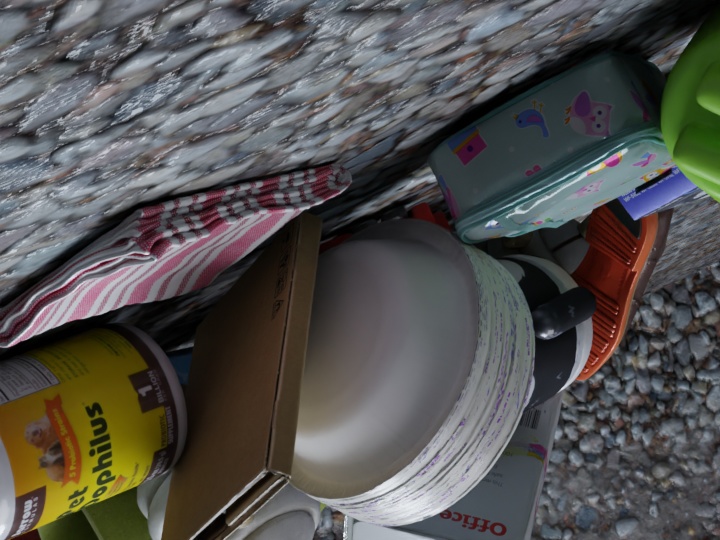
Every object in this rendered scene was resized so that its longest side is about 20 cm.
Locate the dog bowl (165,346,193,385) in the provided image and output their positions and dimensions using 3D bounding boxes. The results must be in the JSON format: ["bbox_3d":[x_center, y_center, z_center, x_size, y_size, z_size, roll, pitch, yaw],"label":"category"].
[{"bbox_3d":[-0.092,0.078,1.570,0.198,0.050,0.111,-11,-178,23],"label":"dog bowl"}]

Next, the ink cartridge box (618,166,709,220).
[{"bbox_3d":[0.268,-0.083,1.584,0.099,0.039,0.199,-31,170,38],"label":"ink cartridge box"}]

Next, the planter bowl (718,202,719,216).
[{"bbox_3d":[0.428,-0.101,1.989,0.199,0.136,0.200,-25,172,-4],"label":"planter bowl"}]

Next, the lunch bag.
[{"bbox_3d":[0.135,-0.077,1.381,0.160,0.078,0.200,-30,170,18],"label":"lunch bag"}]

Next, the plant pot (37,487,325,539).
[{"bbox_3d":[-0.130,0.189,1.601,0.199,0.188,0.187,-25,173,-23],"label":"plant pot"}]

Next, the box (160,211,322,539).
[{"bbox_3d":[-0.080,0.082,1.342,0.021,0.201,0.164,22,140,-20],"label":"box"}]

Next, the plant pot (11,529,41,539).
[{"bbox_3d":[-0.233,0.226,1.773,0.176,0.201,0.199,-40,167,30],"label":"plant pot"}]

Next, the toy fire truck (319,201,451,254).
[{"bbox_3d":[0.000,0.000,1.548,0.199,0.049,0.141,-23,173,-21],"label":"toy fire truck"}]

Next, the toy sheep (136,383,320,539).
[{"bbox_3d":[-0.095,0.160,1.457,0.137,0.201,0.138,-27,154,-15],"label":"toy sheep"}]

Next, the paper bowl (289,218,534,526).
[{"bbox_3d":[0.010,0.061,1.367,0.200,0.202,0.104,-31,139,31],"label":"paper bowl"}]

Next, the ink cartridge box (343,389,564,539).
[{"bbox_3d":[0.078,0.164,1.683,0.085,0.143,0.201,93,12,-47],"label":"ink cartridge box"}]

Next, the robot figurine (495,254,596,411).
[{"bbox_3d":[0.098,0.056,1.617,0.199,0.150,0.126,-20,127,-48],"label":"robot figurine"}]

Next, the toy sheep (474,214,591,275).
[{"bbox_3d":[0.145,0.013,1.786,0.200,0.139,0.138,-38,168,28],"label":"toy sheep"}]

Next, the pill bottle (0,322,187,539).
[{"bbox_3d":[-0.217,0.111,1.326,0.199,0.110,0.109,-20,170,-40],"label":"pill bottle"}]

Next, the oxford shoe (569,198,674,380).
[{"bbox_3d":[0.213,0.008,1.682,0.072,0.071,0.201,-26,148,-42],"label":"oxford shoe"}]

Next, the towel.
[{"bbox_3d":[-0.108,-0.007,1.214,0.146,0.030,0.199,-32,171,37],"label":"towel"}]

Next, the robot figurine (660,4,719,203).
[{"bbox_3d":[0.260,-0.115,1.319,0.200,0.115,0.177,-49,157,-60],"label":"robot figurine"}]
